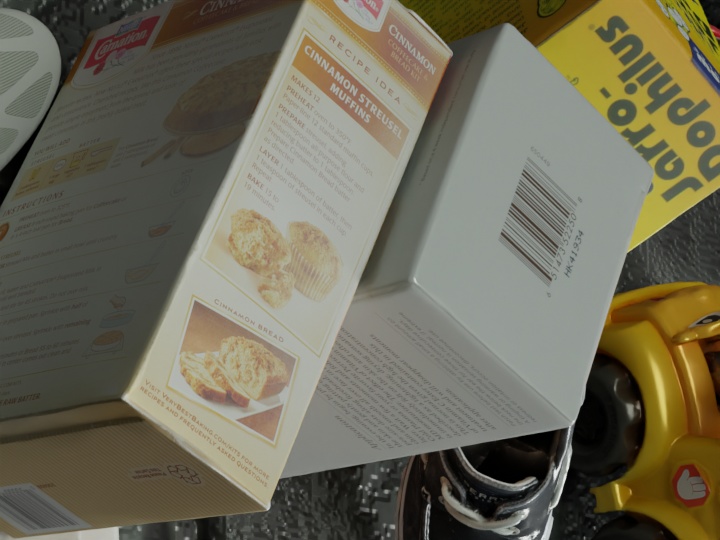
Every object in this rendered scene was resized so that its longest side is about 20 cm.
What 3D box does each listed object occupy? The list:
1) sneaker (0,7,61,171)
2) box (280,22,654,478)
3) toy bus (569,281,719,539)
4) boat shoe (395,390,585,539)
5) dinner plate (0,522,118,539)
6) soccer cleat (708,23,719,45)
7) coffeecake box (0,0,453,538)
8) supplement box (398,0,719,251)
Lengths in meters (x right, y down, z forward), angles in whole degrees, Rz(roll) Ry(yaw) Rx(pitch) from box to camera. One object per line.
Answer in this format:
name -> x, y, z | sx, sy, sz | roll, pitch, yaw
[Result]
sneaker -> -0.159, -0.051, 0.827 | 0.200, 0.115, 0.076 | -38, 106, -43
box -> 0.000, 0.000, 0.907 | 0.097, 0.200, 0.125 | 41, 55, -30
toy bus -> 0.201, 0.094, 1.085 | 0.135, 0.192, 0.201 | -11, 86, -43
boat shoe -> 0.058, 0.081, 0.969 | 0.071, 0.201, 0.068 | 21, 27, 4
dinner plate -> -0.165, 0.098, 0.849 | 0.200, 0.024, 0.201 | 12, 72, -41
soccer cleat -> 0.184, -0.098, 1.199 | 0.199, 0.073, 0.069 | 7, 74, -43
coffeecake box -> -0.070, -0.009, 0.839 | 0.073, 0.153, 0.201 | 40, 57, -30
supplement box -> 0.090, -0.105, 1.024 | 0.109, 0.109, 0.200 | 44, 19, -27
